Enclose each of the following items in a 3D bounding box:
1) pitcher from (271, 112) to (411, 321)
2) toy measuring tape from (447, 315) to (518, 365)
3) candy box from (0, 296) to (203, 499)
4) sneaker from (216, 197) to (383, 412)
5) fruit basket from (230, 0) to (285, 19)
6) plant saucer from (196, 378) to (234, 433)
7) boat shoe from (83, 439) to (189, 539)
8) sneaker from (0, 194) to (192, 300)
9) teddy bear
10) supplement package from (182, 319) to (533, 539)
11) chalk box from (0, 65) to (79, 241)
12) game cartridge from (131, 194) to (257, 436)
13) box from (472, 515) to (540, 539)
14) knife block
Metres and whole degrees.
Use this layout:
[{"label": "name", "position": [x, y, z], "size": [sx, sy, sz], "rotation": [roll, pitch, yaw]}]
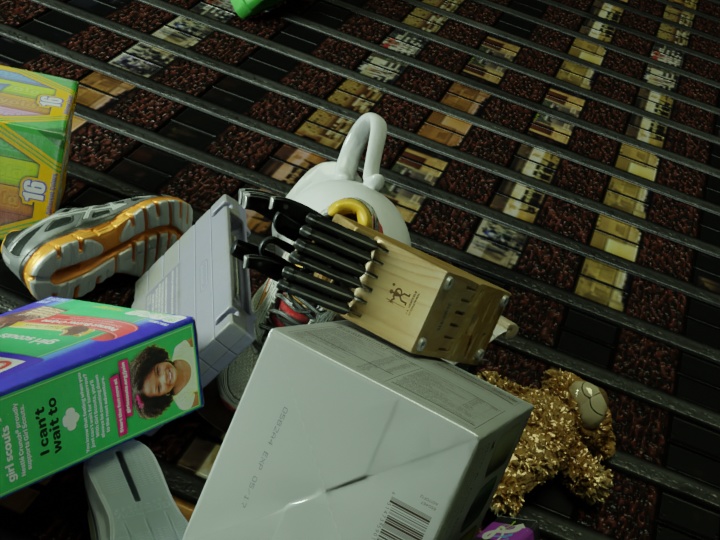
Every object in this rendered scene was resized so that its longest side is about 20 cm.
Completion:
[{"label": "pitcher", "position": [-0.011, -0.052, 1.185], "size": [0.121, 0.172, 0.200], "rotation": [21, 14, -16]}, {"label": "toy measuring tape", "position": [0.050, 0.114, 1.042], "size": [0.199, 0.074, 0.074], "rotation": [-33, 50, -18]}, {"label": "candy box", "position": [-0.240, 0.085, 0.917], "size": [0.168, 0.078, 0.199], "rotation": [5, 19, 38]}, {"label": "sneaker", "position": [-0.053, 0.023, 1.031], "size": [0.078, 0.201, 0.082], "rotation": [29, -10, 7]}, {"label": "fruit basket", "position": [-0.167, -0.449, 1.877], "size": [0.214, 0.156, 0.216], "rotation": [-24, 11, 5]}, {"label": "plant saucer", "position": [-0.059, 0.084, 1.115], "size": [0.199, 0.032, 0.201], "rotation": [13, 29, -7]}, {"label": "boat shoe", "position": [-0.141, 0.193, 0.857], "size": [0.071, 0.062, 0.200], "rotation": [-6, 35, -18]}, {"label": "sneaker", "position": [-0.234, -0.032, 1.178], "size": [0.077, 0.079, 0.199], "rotation": [26, 29, 34]}, {"label": "teddy bear", "position": [0.147, 0.138, 1.093], "size": [0.199, 0.067, 0.145], "rotation": [-3, 38, -29]}, {"label": "supplement package", "position": [0.007, 0.134, 0.879], "size": [0.150, 0.153, 0.200], "rotation": [26, 7, 15]}, {"label": "chalk box", "position": [-0.372, -0.117, 1.198], "size": [0.198, 0.125, 0.124], "rotation": [9, 30, -11]}, {"label": "game cartridge", "position": [-0.140, 0.034, 1.066], "size": [0.038, 0.130, 0.200], "rotation": [34, 23, -25]}, {"label": "box", "position": [0.056, 0.256, 0.779], "size": [0.036, 0.144, 0.200], "rotation": [1, 17, 35]}, {"label": "knife block", "position": [0.000, 0.000, 0.966], "size": [0.175, 0.064, 0.200], "rotation": [28, 6, 27]}]
